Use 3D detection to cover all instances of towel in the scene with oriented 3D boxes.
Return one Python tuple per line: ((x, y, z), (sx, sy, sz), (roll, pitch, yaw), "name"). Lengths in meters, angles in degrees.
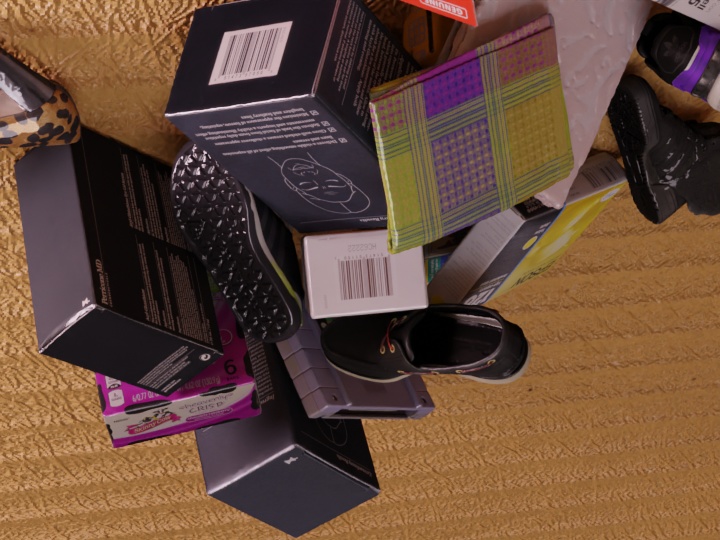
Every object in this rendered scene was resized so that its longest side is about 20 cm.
((0.145, -0.174, 1.422), (0.191, 0.032, 0.201), (26, 88, -42), "towel")
((0.091, -0.107, 1.364), (0.200, 0.023, 0.144), (-27, 121, -30), "towel")

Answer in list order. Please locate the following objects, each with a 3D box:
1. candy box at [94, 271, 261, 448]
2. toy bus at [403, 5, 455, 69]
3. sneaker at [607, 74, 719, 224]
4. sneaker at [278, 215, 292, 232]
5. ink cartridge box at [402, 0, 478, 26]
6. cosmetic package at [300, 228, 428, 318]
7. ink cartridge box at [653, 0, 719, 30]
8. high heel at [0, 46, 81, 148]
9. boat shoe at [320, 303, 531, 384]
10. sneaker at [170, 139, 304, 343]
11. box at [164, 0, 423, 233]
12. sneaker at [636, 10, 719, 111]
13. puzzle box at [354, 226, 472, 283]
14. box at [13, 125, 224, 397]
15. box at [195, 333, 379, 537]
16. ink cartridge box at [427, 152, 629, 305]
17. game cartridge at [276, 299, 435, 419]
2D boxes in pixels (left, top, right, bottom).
((-0.175, 0.046, 1.542), (0.136, 0.200, 0.061), (-13, 145, -6), "candy box")
((0.105, -0.161, 1.481), (0.078, 0.065, 0.200), (-23, 147, 37), "toy bus")
((0.299, -0.120, 1.626), (0.104, 0.060, 0.200), (-31, 130, -14), "sneaker")
((-0.079, -0.055, 1.558), (0.088, 0.075, 0.200), (-22, 143, 0), "sneaker")
((-0.019, -0.250, 1.218), (0.044, 0.200, 0.174), (-51, 148, -27), "ink cartridge box")
((0.000, 0.000, 1.532), (0.101, 0.072, 0.200), (-5, -179, -4), "cosmetic package")
((0.260, -0.288, 1.360), (0.199, 0.084, 0.146), (14, 134, -36), "ink cartridge box")
((-0.328, -0.094, 1.399), (0.200, 0.072, 0.142), (-39, 133, 15), "high heel")
((0.050, 0.060, 1.548), (0.201, 0.074, 0.063), (3, 158, 28), "boat shoe")
((-0.101, -0.031, 1.488), (0.071, 0.083, 0.201), (-13, 112, 20), "sneaker")
((-0.032, -0.124, 1.394), (0.148, 0.107, 0.200), (-4, 150, 34), "box")
((0.290, -0.189, 1.499), (0.070, 0.099, 0.200), (-63, 170, 11), "sneaker")
((0.059, -0.053, 1.652), (0.133, 0.025, 0.200), (-11, 145, -6), "puzzle box")
((-0.205, -0.011, 1.454), (0.079, 0.201, 0.141), (-35, 140, 26), "box")
((-0.082, 0.133, 1.685), (0.107, 0.200, 0.148), (-31, 142, 19), "box")
((0.141, -0.015, 1.639), (0.197, 0.047, 0.200), (-24, 155, -50), "ink cartridge box")
((-0.009, 0.082, 1.679), (0.038, 0.130, 0.200), (-30, 161, 27), "game cartridge")
